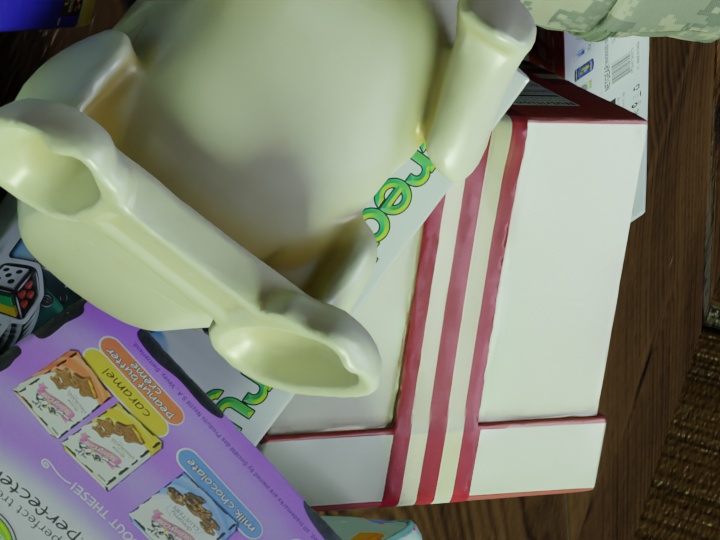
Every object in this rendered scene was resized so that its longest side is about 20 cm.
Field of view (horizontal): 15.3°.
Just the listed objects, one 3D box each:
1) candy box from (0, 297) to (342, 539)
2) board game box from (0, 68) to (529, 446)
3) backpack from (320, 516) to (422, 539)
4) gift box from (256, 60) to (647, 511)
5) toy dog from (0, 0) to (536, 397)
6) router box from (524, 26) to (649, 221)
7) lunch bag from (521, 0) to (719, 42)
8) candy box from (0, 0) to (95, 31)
[{"bbox_3d":[-0.101,0.124,0.856,0.200,0.168,0.072,-37,171,-45],"label":"candy box"},{"bbox_3d":[-0.048,-0.028,0.971,0.200,0.126,0.035,-54,-159,5],"label":"board game box"},{"bbox_3d":[-0.062,0.155,1.004,0.167,0.200,0.127,-167,-105,-68],"label":"backpack"},{"bbox_3d":[0.000,0.000,1.130,0.200,0.184,0.187,-143,-123,-60],"label":"gift box"},{"bbox_3d":[-0.014,-0.071,0.865,0.200,0.139,0.194,-56,-174,-16],"label":"toy dog"},{"bbox_3d":[0.057,-0.124,1.216,0.049,0.180,0.200,-34,152,-14],"label":"router box"},{"bbox_3d":[0.087,-0.186,0.996,0.200,0.167,0.140,-54,-135,51],"label":"lunch bag"},{"bbox_3d":[-0.126,-0.154,0.768,0.200,0.077,0.170,-25,129,-74],"label":"candy box"}]
